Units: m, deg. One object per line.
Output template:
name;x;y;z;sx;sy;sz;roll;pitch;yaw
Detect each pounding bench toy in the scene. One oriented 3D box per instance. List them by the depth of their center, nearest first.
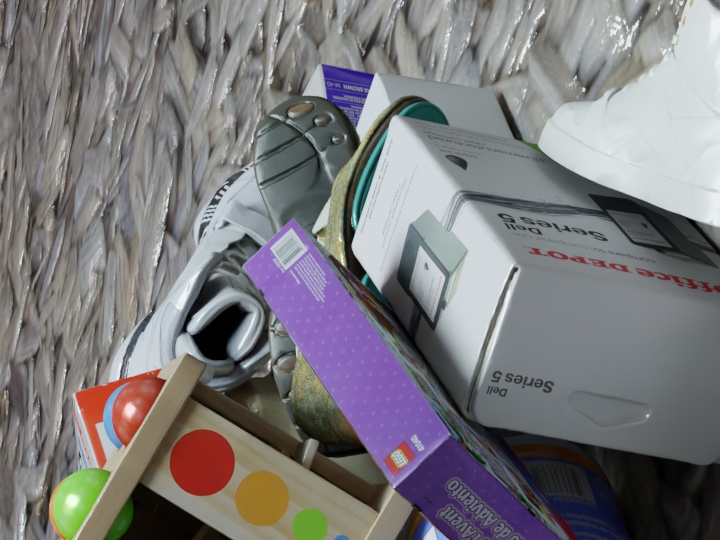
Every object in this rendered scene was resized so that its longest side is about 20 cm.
pounding bench toy;-0.094;0.161;1.511;0.200;0.156;0.124;-60;5;-9

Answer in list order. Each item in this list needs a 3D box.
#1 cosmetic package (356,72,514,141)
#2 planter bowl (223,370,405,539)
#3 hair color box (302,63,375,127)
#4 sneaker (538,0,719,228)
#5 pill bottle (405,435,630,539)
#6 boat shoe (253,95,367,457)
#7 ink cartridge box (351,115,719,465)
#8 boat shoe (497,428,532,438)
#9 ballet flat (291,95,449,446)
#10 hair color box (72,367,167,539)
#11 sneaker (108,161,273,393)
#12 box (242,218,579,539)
cosmetic package;0.049;-0.014;1.692;0.200;0.081;0.113;-113;35;-53
planter bowl;-0.017;0.129;1.735;0.200;0.134;0.201;-171;90;-70
hair color box;-0.007;-0.020;1.873;0.109;0.065;0.200;120;153;-43
sneaker;0.162;-0.088;1.443;0.200;0.074;0.116;25;103;60
pill bottle;0.093;0.186;1.449;0.200;0.112;0.112;-105;31;-48
boat shoe;-0.011;0.004;1.651;0.074;0.075;0.201;29;-125;-76
ink cartridge box;0.097;0.007;1.460;0.200;0.145;0.084;-124;49;-61
boat shoe;0.067;0.113;1.590;0.074;0.065;0.202;-120;30;-59
ballet flat;0.000;0.000;1.576;0.071;0.071;0.200;140;143;-61
hair color box;-0.119;0.155;1.686;0.200;0.064;0.111;92;159;-58
sneaker;-0.065;0.004;1.724;0.200;0.075;0.115;-57;12;-21
box;0.029;0.072;1.409;0.039;0.137;0.200;-43;37;5
